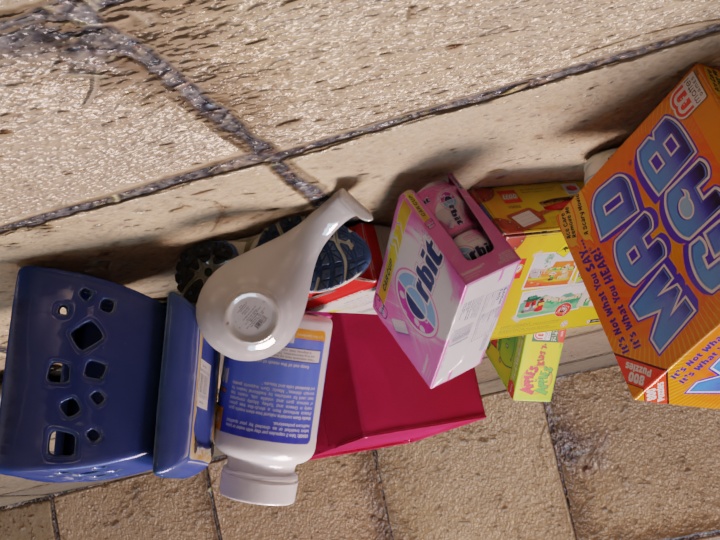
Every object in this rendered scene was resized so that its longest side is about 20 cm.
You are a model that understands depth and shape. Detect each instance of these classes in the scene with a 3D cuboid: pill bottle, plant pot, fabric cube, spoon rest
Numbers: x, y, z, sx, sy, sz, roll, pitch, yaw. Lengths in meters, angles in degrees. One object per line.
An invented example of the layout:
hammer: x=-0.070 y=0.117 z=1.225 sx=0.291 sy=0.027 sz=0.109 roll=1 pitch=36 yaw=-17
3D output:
pill bottle: x=-0.097 y=0.141 z=1.265 sx=0.111 sy=0.201 sz=0.112 roll=9 pitch=179 yaw=0
plant pot: x=-0.239 y=0.114 z=1.189 sx=0.178 sy=0.201 sz=0.200 roll=4 pitch=169 yaw=2
fabric cube: x=0.018 y=0.129 z=1.581 sx=0.195 sy=0.201 sz=0.200 roll=-5 pitch=166 yaw=-33
spoon rest: x=-0.070 y=0.003 z=1.120 sx=0.200 sy=0.099 sz=0.061 roll=-45 pitch=-165 yaw=10

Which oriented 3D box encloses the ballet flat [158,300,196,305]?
ballet flat: x=-0.209 y=0.062 z=1.388 sx=0.199 sy=0.068 sz=0.067 roll=-6 pitch=160 yaw=-32

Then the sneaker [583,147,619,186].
sneaker: x=0.306 y=-0.102 z=1.125 sx=0.199 sy=0.073 sz=0.072 roll=-22 pitch=163 yaw=33

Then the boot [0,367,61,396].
boot: x=-0.462 y=0.179 z=1.679 sx=0.130 sy=0.068 sz=0.200 roll=-19 pitch=168 yaw=5

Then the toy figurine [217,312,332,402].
toy figurine: x=-0.089 y=0.105 z=1.424 sx=0.149 sy=0.185 sz=0.200 roll=21 pitch=174 yaw=22

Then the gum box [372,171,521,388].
gum box: x=0.079 y=0.011 z=1.157 sx=0.066 sy=0.114 sz=0.200 roll=-24 pitch=152 yaw=-23

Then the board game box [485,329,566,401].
board game box: x=0.181 y=0.060 z=1.406 sx=0.047 sy=0.102 sz=0.200 roll=3 pitch=-157 yaw=-13

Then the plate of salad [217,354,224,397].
plate of salad: x=-0.134 y=0.161 z=1.575 sx=0.048 sy=0.201 sz=0.200 roll=-15 pitch=173 yaw=-41

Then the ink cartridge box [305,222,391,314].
ink cartridge box: x=0.000 y=0.000 z=1.297 sx=0.116 sy=0.068 sz=0.199 roll=-21 pitch=165 yaw=34

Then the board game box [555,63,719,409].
board game box: x=0.330 y=-0.018 z=1.023 sx=0.199 sy=0.201 sz=0.200 roll=9 pitch=138 yaw=-32

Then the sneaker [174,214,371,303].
sneaker: x=-0.081 y=-0.009 z=1.199 sx=0.199 sy=0.078 sz=0.085 roll=-5 pitch=174 yaw=16

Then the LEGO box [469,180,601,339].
LEGO box: x=0.199 y=-0.013 z=1.256 sx=0.199 sy=0.077 sz=0.150 roll=-6 pitch=133 yaw=-25
